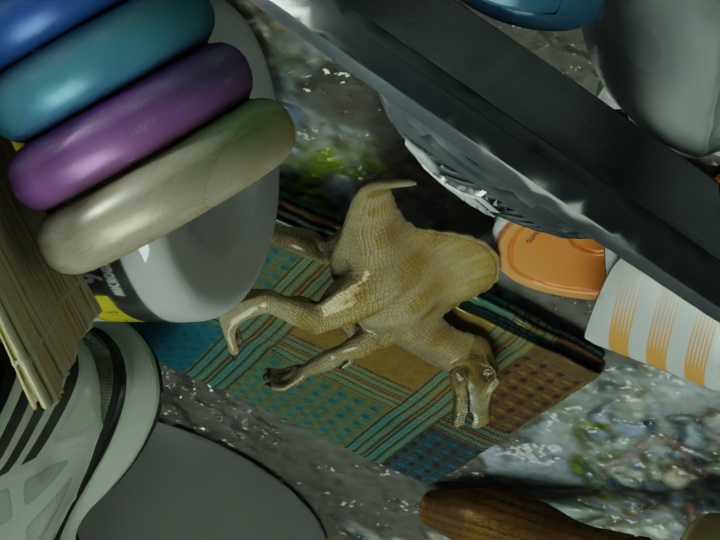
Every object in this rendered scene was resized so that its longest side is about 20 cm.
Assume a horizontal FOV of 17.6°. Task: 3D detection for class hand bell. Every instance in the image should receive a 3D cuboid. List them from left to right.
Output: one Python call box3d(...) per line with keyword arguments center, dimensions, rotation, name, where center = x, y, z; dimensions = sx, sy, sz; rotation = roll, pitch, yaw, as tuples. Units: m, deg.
box3d(center=(0.114, 0.126, 1.017), dimensions=(0.200, 0.104, 0.104), rotation=(10, 149, 30), name="hand bell")

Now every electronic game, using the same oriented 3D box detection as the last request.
box3d(center=(0.038, -0.036, 0.607), dimensions=(0.200, 0.042, 0.200), rotation=(34, -174, -4), name="electronic game")

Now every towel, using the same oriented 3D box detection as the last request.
box3d(center=(-0.019, 0.022, 0.956), dimensions=(0.200, 0.022, 0.147), rotation=(26, 146, -19), name="towel")

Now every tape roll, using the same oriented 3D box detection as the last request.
box3d(center=(-0.128, 0.174, 1.123), dimensions=(0.202, 0.139, 0.203), rotation=(11, 147, 7), name="tape roll")

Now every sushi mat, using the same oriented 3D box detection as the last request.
box3d(center=(-0.128, -0.060, 0.689), dimensions=(0.012, 0.096, 0.200), rotation=(-21, 107, 8), name="sushi mat")

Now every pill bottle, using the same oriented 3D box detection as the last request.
box3d(center=(-0.139, -0.039, 0.824), dimensions=(0.200, 0.114, 0.114), rotation=(0, 145, 22), name="pill bottle")

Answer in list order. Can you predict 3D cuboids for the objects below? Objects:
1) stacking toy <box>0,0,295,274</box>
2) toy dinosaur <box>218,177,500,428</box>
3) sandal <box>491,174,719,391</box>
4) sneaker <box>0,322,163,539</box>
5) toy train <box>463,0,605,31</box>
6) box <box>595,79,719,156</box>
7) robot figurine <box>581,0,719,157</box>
box3d(center=(-0.102, -0.102, 0.686), dimensions=(0.085, 0.085, 0.200), rotation=(-23, 100, 44), name="stacking toy")
box3d(center=(0.000, 0.000, 0.862), dimensions=(0.101, 0.058, 0.200), rotation=(-11, 151, 10), name="toy dinosaur")
box3d(center=(0.144, 0.010, 0.832), dimensions=(0.206, 0.059, 0.079), rotation=(7, 148, 14), name="sandal")
box3d(center=(-0.167, 0.106, 0.943), dimensions=(0.076, 0.201, 0.115), rotation=(36, -160, 33), name="sneaker")
box3d(center=(-0.004, -0.151, 0.594), dimensions=(0.200, 0.085, 0.116), rotation=(29, 124, 17), name="toy train")
box3d(center=(0.175, -0.041, 0.759), dimensions=(0.200, 0.041, 0.039), rotation=(21, 147, -10), name="box")
box3d(center=(0.146, -0.079, 0.644), dimensions=(0.200, 0.113, 0.170), rotation=(11, 147, 7), name="robot figurine")
